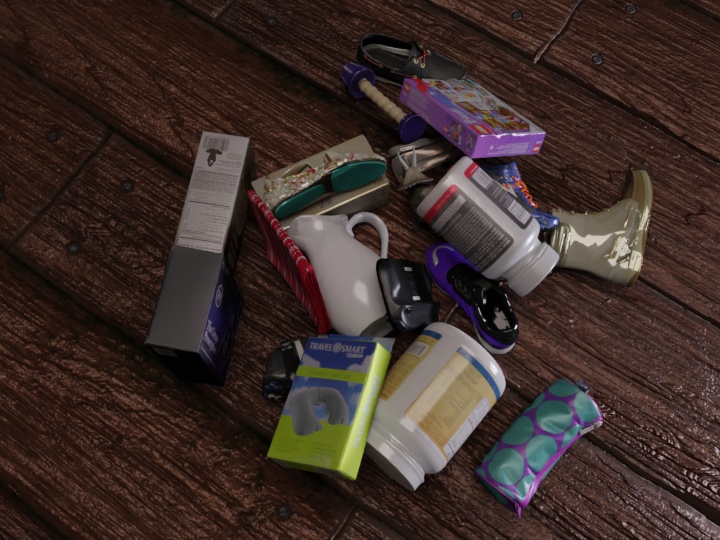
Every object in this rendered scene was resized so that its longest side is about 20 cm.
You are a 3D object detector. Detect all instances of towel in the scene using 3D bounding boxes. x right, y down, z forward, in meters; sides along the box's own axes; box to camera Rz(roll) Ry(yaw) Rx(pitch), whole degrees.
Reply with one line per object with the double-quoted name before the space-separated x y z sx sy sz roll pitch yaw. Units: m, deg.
"towel" -0.106 -0.012 1.122 0.022 0.145 0.200 -28 49 -14

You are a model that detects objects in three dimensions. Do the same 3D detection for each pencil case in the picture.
"pencil case" 0.254 0.245 1.092 0.200 0.085 0.092 -43 46 -14

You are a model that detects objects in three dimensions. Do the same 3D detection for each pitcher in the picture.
"pitcher" 0.000 0.000 1.175 0.171 0.122 0.201 -19 62 -28

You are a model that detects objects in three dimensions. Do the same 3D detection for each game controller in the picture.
"game controller" 0.069 0.034 1.113 0.042 0.200 0.105 -26 80 17

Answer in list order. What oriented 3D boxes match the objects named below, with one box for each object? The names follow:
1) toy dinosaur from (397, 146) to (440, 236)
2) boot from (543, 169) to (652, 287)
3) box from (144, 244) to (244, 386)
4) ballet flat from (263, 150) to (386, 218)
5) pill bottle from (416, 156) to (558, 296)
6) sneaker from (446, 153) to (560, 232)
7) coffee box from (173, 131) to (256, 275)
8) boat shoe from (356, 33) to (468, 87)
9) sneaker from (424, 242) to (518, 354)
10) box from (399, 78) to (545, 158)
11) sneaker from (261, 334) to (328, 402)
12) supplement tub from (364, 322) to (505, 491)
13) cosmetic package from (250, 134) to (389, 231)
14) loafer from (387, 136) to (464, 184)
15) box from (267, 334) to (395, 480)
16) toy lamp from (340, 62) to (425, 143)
"toy dinosaur" 0.128 -0.099 1.212 0.199 0.102 0.077 33 72 12
"boot" 0.374 -0.083 1.228 0.153 0.072 0.202 13 70 7
"box" -0.227 0.070 1.091 0.078 0.200 0.142 7 70 3
"ballet flat" -0.059 -0.145 1.168 0.199 0.076 0.064 -23 64 -12
"pill bottle" 0.187 -0.060 1.117 0.200 0.111 0.111 43 74 1
"sneaker" 0.227 -0.127 1.198 0.200 0.075 0.079 37 101 18
"coffee box" -0.223 -0.097 1.202 0.079 0.115 0.202 8 70 2
"boat shoe" 0.090 -0.355 1.332 0.200 0.063 0.074 15 67 4
"sneaker" 0.174 0.027 1.164 0.069 0.100 0.201 -35 75 -11
"box" 0.169 -0.240 1.194 0.136 0.039 0.200 -8 40 -32
"sneaker" -0.086 0.197 1.120 0.111 0.073 0.202 -9 63 1
"supplement tub" 0.092 0.189 1.080 0.144 0.145 0.200 39 74 13
"cosmetic package" -0.063 -0.125 1.236 0.199 0.073 0.104 -25 72 -11
"loafer" 0.147 -0.192 1.274 0.198 0.072 0.063 -13 86 1
"box" -0.036 0.170 1.040 0.121 0.048 0.201 1 60 34
"toy lamp" 0.032 -0.286 1.284 0.058 0.058 0.200 -34 55 -12
